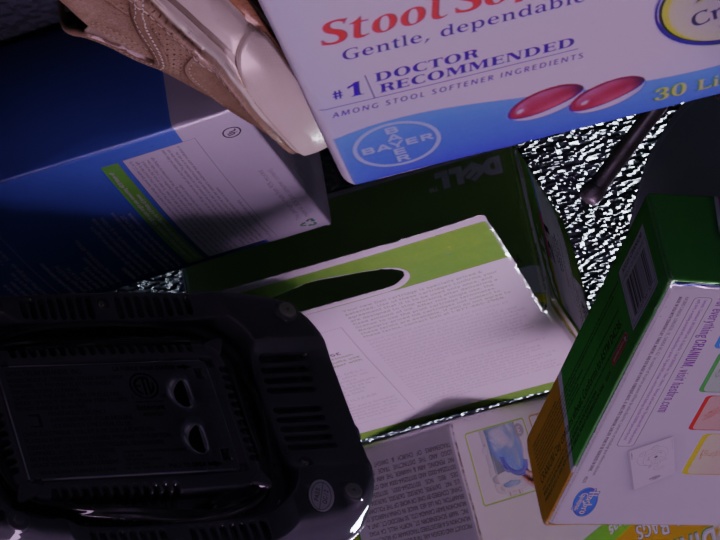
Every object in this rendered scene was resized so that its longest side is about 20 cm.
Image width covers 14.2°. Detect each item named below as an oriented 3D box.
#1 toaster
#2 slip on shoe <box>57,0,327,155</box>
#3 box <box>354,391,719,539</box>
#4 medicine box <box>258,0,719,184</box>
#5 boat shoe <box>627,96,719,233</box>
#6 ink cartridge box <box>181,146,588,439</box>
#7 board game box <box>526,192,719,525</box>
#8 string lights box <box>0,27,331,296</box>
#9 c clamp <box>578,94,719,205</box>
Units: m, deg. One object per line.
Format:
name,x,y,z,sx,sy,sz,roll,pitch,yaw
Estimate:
toaster,-0.102,0.085,1.018,0.199,0.114,0.129,-2,143,-30
slip on shoe,-0.070,-0.097,0.938,0.060,0.076,0.200,-23,147,16
box,0.085,0.106,1.283,0.199,0.102,0.112,-12,176,-44
medicine box,0.053,-0.131,0.886,0.181,0.103,0.200,-14,154,7
boat shoe,0.148,-0.002,1.183,0.065,0.073,0.201,-24,143,-47
ink cartridge box,0.000,0.000,1.138,0.147,0.076,0.200,-16,158,10
board game box,0.178,0.039,1.074,0.199,0.040,0.153,3,141,-17
string lights box,-0.123,-0.033,1.070,0.199,0.059,0.103,-16,152,12
c clamp,0.190,-0.051,1.064,0.200,0.027,0.171,34,90,-32
